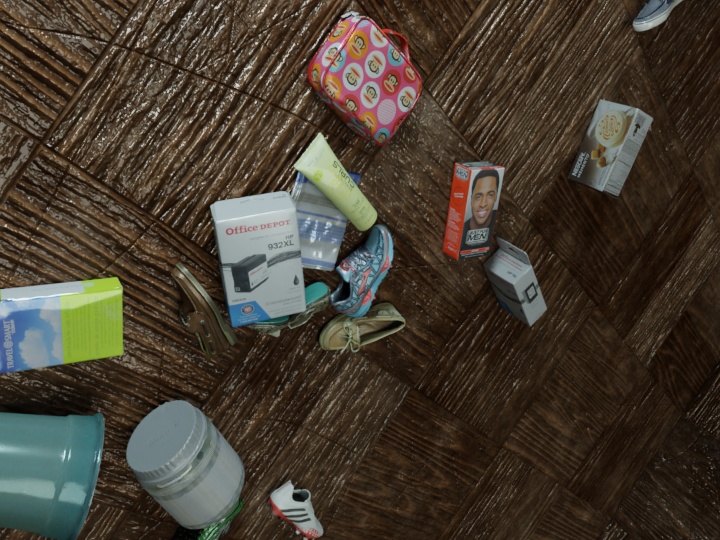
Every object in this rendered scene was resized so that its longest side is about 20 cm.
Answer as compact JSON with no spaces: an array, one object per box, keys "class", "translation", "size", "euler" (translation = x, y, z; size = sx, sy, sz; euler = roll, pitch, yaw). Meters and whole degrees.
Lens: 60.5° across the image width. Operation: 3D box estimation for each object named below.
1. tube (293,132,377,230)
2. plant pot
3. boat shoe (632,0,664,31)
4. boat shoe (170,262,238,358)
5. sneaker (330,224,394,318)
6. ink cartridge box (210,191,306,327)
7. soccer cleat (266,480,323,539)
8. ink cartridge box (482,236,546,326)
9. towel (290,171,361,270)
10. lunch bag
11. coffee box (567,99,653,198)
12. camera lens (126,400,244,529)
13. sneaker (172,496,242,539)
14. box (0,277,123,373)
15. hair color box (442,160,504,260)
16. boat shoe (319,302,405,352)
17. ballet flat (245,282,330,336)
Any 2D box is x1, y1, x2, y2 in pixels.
[{"class":"tube","translation":[-0.041,-0.154,1.143],"size":[0.051,0.059,0.200],"euler":[-19,133,28]},{"class":"plant pot","translation":[-0.528,0.312,0.964],"size":[0.192,0.200,0.205],"euler":[18,102,-31]},{"class":"boat shoe","translation":[0.696,-0.648,1.440],"size":[0.200,0.074,0.094],"euler":[-44,124,-20]},{"class":"boat shoe","translation":[-0.286,0.079,1.089],"size":[0.067,0.072,0.203],"euler":[-36,128,-15]},{"class":"sneaker","translation":[0.000,0.000,1.250],"size":[0.093,0.079,0.205],"euler":[14,103,-36]},{"class":"ink cartridge box","translation":[-0.178,-0.020,1.093],"size":[0.140,0.084,0.206],"euler":[-11,119,-15]},{"class":"soccer cleat","translation":[-0.134,0.556,1.432],"size":[0.085,0.069,0.201],"euler":[-43,125,-4]},{"class":"ink cartridge box","translation":[0.369,0.026,1.499],"size":[0.066,0.115,0.202],"euler":[-39,128,-9]},{"class":"towel","translation":[-0.081,-0.099,1.181],"size":[0.144,0.024,0.206],"euler":[8,107,-38]},{"class":"lunch bag","translation":[0.018,-0.345,1.093],"size":[0.199,0.082,0.178],"euler":[37,88,-40]},{"class":"coffee box","translation":[0.608,-0.297,1.513],"size":[0.078,0.114,0.205],"euler":[10,107,-37]},{"class":"camera lens","translation":[-0.318,0.363,1.146],"size":[0.158,0.159,0.203],"euler":[-36,128,-14]},{"class":"sneaker","translation":[-0.319,0.549,1.289],"size":[0.201,0.078,0.085],"euler":[-49,131,-6]},{"class":"box","translation":[-0.478,0.086,0.973],"size":[0.195,0.047,0.126],"euler":[-6,115,-33]},{"class":"hair color box","translation":[0.249,-0.133,1.372],"size":[0.099,0.061,0.206],"euler":[-9,116,-30]},{"class":"boat shoe","translation":[0.004,0.124,1.322],"size":[0.195,0.062,0.075],"euler":[-21,124,-25]},{"class":"ballet flat","translation":[-0.143,0.087,1.205],"size":[0.196,0.068,0.077],"euler":[-21,138,-28]}]
